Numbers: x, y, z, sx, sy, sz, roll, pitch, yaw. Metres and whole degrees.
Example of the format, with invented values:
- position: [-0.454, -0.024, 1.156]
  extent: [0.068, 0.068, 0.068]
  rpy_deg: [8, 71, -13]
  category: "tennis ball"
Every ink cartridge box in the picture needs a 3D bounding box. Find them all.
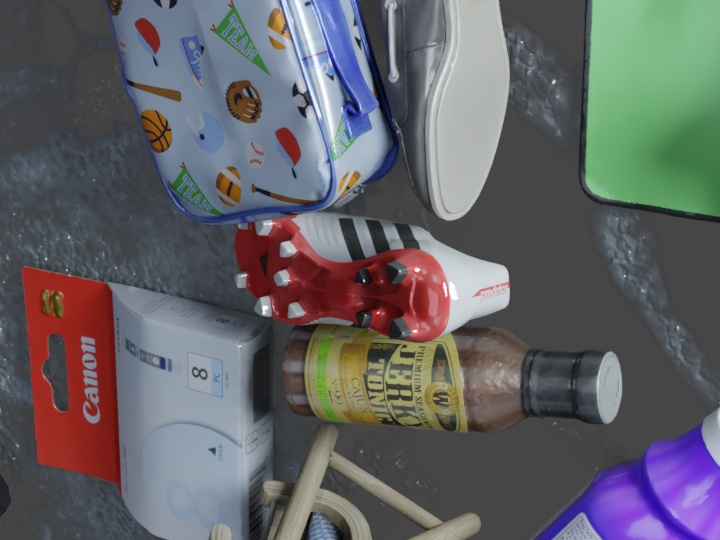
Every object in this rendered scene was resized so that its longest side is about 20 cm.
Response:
- position: [-0.152, 0.093, 0.998]
  extent: [0.199, 0.047, 0.161]
  rpy_deg: [11, 115, 23]
  category: "ink cartridge box"

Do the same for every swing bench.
- position: [-0.045, 0.237, 0.903]
  extent: [0.129, 0.200, 0.200]
  rpy_deg: [29, 121, 16]
  category: "swing bench"

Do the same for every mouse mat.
- position: [0.206, -0.096, 0.743]
  extent: [0.199, 0.008, 0.162]
  rpy_deg: [11, 115, 26]
  category: "mouse mat"

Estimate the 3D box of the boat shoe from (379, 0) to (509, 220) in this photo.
- position: [0.039, -0.129, 0.794]
  extent: [0.057, 0.067, 0.201]
  rpy_deg: [16, 113, 41]
  category: "boat shoe"

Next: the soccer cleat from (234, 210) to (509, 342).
- position: [0.000, 0.000, 0.865]
  extent: [0.199, 0.085, 0.069]
  rpy_deg: [13, 106, 50]
  category: "soccer cleat"

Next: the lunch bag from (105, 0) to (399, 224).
- position: [-0.060, -0.122, 0.828]
  extent: [0.160, 0.075, 0.201]
  rpy_deg: [-7, 107, 44]
  category: "lunch bag"

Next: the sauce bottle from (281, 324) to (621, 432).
- position: [0.050, 0.060, 0.861]
  extent: [0.199, 0.065, 0.065]
  rpy_deg: [0, 110, 29]
  category: "sauce bottle"

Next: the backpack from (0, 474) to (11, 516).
- position: [-0.386, 0.162, 1.115]
  extent: [0.199, 0.154, 0.164]
  rpy_deg: [-21, 105, 47]
  category: "backpack"

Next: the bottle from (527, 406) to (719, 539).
- position: [0.155, 0.152, 0.837]
  extent: [0.083, 0.065, 0.200]
  rpy_deg: [43, 124, 7]
  category: "bottle"
